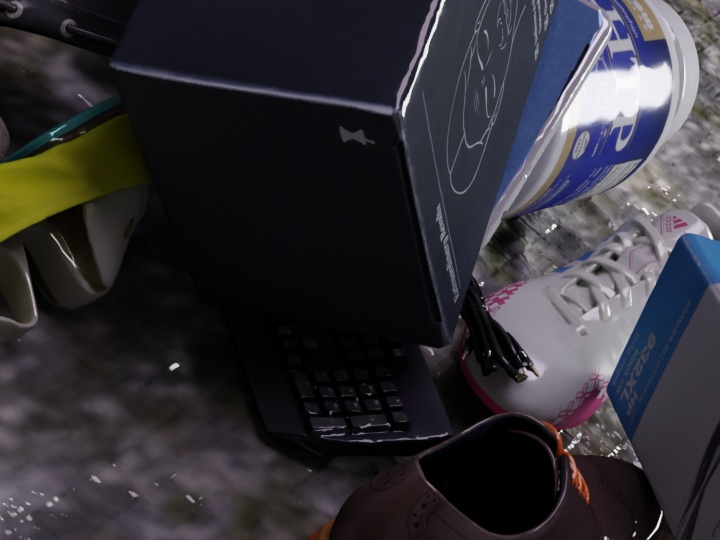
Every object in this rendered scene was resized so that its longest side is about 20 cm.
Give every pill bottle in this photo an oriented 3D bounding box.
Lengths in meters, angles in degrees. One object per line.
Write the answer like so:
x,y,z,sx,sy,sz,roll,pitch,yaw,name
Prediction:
0.088,-0.092,0.986,0.120,0.120,0.200,46,29,17,pill bottle

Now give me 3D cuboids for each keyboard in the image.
0.000,0.000,0.816,0.126,0.021,0.201,3,41,-23,keyboard

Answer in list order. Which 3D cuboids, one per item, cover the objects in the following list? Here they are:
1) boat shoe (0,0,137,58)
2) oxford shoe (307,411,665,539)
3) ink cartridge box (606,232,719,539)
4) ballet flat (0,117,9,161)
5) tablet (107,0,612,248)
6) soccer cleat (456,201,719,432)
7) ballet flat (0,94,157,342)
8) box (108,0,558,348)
-0.153,-0.106,0.777,0.199,0.067,0.070,7,2,-14,boat shoe
0.064,0.090,0.727,0.071,0.073,0.199,48,29,23,oxford shoe
0.193,0.082,0.761,0.144,0.084,0.200,18,23,-17,ink cartridge box
-0.184,-0.065,0.681,0.068,0.067,0.200,49,29,21,ballet flat
-0.006,-0.103,0.865,0.199,0.131,0.014,29,-19,10,tablet
0.110,0.011,0.890,0.070,0.086,0.200,44,28,14,soccer cleat
-0.120,-0.013,0.696,0.200,0.067,0.067,-26,87,-57,ballet flat
0.003,-0.099,0.754,0.106,0.149,0.201,10,59,16,box
